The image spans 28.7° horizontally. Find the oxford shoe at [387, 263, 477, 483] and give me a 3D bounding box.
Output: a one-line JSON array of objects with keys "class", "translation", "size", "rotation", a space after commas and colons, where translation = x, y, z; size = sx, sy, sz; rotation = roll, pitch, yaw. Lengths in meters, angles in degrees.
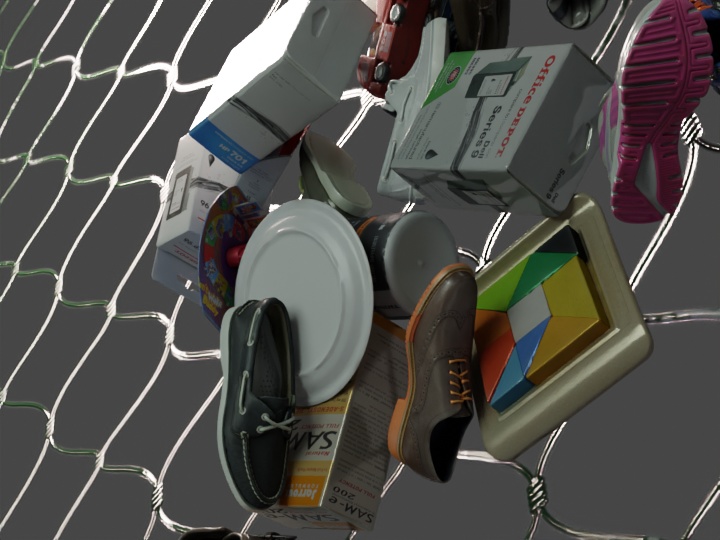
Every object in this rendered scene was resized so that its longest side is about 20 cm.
[{"class": "oxford shoe", "translation": [0.082, 0.094, 1.272], "size": [0.073, 0.070, 0.203], "rotation": [33, 120, 49]}]

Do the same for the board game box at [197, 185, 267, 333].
[{"class": "board game box", "translation": [-0.104, 0.010, 1.503], "size": [0.038, 0.201, 0.160], "rotation": [-6, 53, 26]}]

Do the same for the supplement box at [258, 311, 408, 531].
[{"class": "supplement box", "translation": [-0.028, 0.150, 1.394], "size": [0.125, 0.073, 0.203], "rotation": [-11, 56, 48]}]

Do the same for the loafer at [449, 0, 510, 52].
[{"class": "loafer", "translation": [0.119, -0.289, 1.484], "size": [0.073, 0.070, 0.202], "rotation": [-115, 29, -54]}]

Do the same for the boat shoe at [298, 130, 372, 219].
[{"class": "boat shoe", "translation": [-0.039, -0.097, 1.597], "size": [0.061, 0.071, 0.202], "rotation": [-60, 25, 20]}]

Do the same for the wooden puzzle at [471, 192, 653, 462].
[{"class": "wooden puzzle", "translation": [0.162, 0.045, 1.271], "size": [0.185, 0.037, 0.201], "rotation": [-41, 39, 24]}]

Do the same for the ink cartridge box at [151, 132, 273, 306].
[{"class": "ink cartridge box", "translation": [-0.174, -0.062, 1.701], "size": [0.067, 0.115, 0.202], "rotation": [-23, 49, 41]}]

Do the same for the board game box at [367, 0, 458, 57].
[{"class": "board game box", "translation": [0.071, -0.295, 1.590], "size": [0.135, 0.034, 0.203], "rotation": [32, 109, 56]}]

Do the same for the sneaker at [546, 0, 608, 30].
[{"class": "sneaker", "translation": [0.194, -0.317, 1.470], "size": [0.201, 0.077, 0.148], "rotation": [-9, 56, 48]}]

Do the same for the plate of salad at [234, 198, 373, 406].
[{"class": "plate of salad", "translation": [-0.052, 0.031, 1.386], "size": [0.198, 0.048, 0.204], "rotation": [-1, 88, 44]}]

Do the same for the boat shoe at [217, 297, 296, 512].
[{"class": "boat shoe", "translation": [-0.094, 0.125, 1.337], "size": [0.060, 0.075, 0.203], "rotation": [-18, 74, 41]}]

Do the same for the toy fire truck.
[{"class": "toy fire truck", "translation": [0.030, -0.298, 1.578], "size": [0.141, 0.048, 0.203], "rotation": [30, 108, 57]}]

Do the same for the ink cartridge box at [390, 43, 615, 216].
[{"class": "ink cartridge box", "translation": [0.140, -0.138, 1.378], "size": [0.199, 0.084, 0.147], "rotation": [8, 66, 58]}]

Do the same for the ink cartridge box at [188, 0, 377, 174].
[{"class": "ink cartridge box", "translation": [-0.087, -0.217, 1.559], "size": [0.199, 0.086, 0.148], "rotation": [-27, 32, 47]}]

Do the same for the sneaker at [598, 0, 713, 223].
[{"class": "sneaker", "translation": [0.244, -0.147, 1.219], "size": [0.089, 0.080, 0.202], "rotation": [-104, 19, -57]}]

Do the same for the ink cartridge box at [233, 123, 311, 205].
[{"class": "ink cartridge box", "translation": [-0.082, -0.181, 1.647], "size": [0.200, 0.050, 0.162], "rotation": [-55, 10, 53]}]

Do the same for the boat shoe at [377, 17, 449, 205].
[{"class": "boat shoe", "translation": [0.056, -0.172, 1.500], "size": [0.067, 0.072, 0.203], "rotation": [7, 89, 9]}]

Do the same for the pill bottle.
[{"class": "pill bottle", "translation": [0.000, 0.000, 1.446], "size": [0.199, 0.106, 0.108], "rotation": [-6, 59, 49]}]

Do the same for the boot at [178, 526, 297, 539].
[{"class": "boot", "translation": [-0.116, 0.286, 1.337], "size": [0.199, 0.145, 0.071], "rotation": [-21, 50, 42]}]

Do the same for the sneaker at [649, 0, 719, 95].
[{"class": "sneaker", "translation": [0.310, -0.210, 1.242], "size": [0.075, 0.078, 0.201], "rotation": [-48, 36, 13]}]
